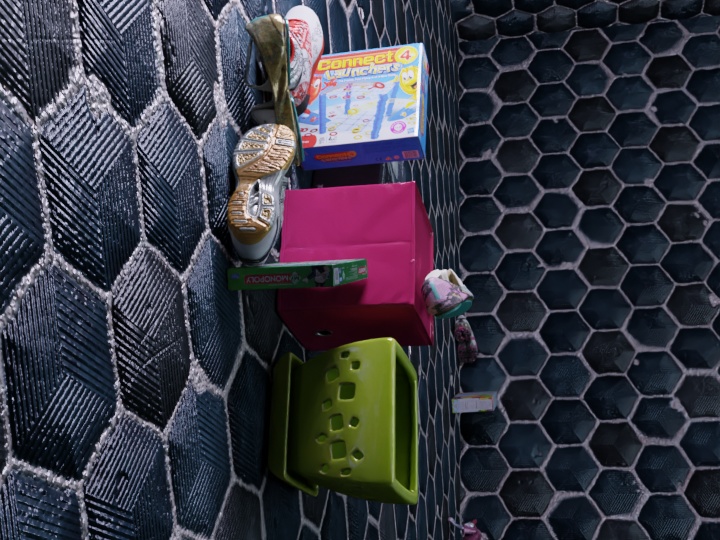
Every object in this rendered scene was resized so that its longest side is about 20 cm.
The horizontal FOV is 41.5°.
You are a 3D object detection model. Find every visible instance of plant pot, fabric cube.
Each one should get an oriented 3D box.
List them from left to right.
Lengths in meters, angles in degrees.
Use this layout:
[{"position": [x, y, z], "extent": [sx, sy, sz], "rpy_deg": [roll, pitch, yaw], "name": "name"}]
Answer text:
[{"position": [-0.022, 0.214, 1.313], "extent": [0.199, 0.180, 0.201], "rpy_deg": [57, 33, -66], "name": "plant pot"}, {"position": [0.000, 0.000, 1.427], "extent": [0.196, 0.198, 0.201], "rpy_deg": [62, 27, -65], "name": "fabric cube"}]

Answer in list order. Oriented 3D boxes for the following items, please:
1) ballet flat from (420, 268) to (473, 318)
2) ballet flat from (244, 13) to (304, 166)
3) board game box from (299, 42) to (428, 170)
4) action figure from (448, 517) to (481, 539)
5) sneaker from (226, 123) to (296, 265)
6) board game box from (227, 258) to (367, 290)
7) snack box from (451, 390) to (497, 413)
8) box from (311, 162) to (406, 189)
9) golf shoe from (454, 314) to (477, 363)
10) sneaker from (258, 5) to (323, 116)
[{"position": [0.125, 0.033, 1.409], "extent": [0.200, 0.069, 0.072], "rpy_deg": [13, 55, -77], "name": "ballet flat"}, {"position": [-0.118, -0.234, 1.255], "extent": [0.071, 0.070, 0.201], "rpy_deg": [-65, 151, -65], "name": "ballet flat"}, {"position": [0.005, -0.261, 1.512], "extent": [0.056, 0.199, 0.197], "rpy_deg": [66, 24, -55], "name": "board game box"}, {"position": [0.339, 0.851, 2.946], "extent": [0.200, 0.148, 0.135], "rpy_deg": [-59, 141, -44], "name": "action figure"}, {"position": [-0.128, -0.096, 1.196], "extent": [0.088, 0.075, 0.201], "rpy_deg": [93, 7, -53], "name": "sneaker"}, {"position": [-0.075, 0.004, 1.228], "extent": [0.200, 0.134, 0.029], "rpy_deg": [-12, 98, -77], "name": "board game box"}, {"position": [0.396, 0.453, 3.281], "extent": [0.200, 0.141, 0.053], "rpy_deg": [5, 81, -77], "name": "snack box"}, {"position": [0.002, -0.152, 1.659], "extent": [0.197, 0.123, 0.201], "rpy_deg": [67, 23, -53], "name": "box"}, {"position": [0.384, 0.250, 3.440], "extent": [0.092, 0.072, 0.201], "rpy_deg": [-81, 163, -48], "name": "golf shoe"}, {"position": [-0.099, -0.328, 1.357], "extent": [0.108, 0.067, 0.203], "rpy_deg": [71, 23, -59], "name": "sneaker"}]
